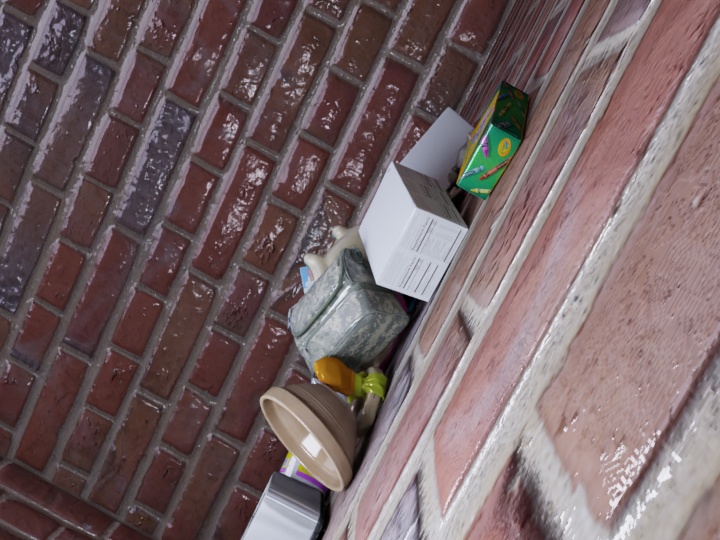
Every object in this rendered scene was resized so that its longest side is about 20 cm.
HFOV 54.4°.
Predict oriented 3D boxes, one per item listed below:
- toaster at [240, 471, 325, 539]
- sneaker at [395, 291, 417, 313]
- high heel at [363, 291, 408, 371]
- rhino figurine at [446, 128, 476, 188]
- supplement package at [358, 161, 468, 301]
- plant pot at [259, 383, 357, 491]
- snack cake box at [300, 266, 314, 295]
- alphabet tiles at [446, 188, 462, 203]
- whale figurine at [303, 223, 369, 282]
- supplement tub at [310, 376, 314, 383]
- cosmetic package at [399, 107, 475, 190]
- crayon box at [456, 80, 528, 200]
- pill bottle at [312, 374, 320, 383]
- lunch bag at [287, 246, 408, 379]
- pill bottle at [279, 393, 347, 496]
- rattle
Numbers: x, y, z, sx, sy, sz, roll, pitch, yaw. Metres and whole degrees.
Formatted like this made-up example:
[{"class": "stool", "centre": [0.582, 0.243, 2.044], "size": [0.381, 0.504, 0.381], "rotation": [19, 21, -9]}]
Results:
[{"class": "toaster", "centre": [-0.142, 0.466, 1.195], "size": [0.184, 0.116, 0.200], "rotation": [-64, 1, -4]}, {"class": "sneaker", "centre": [0.120, -0.007, 1.393], "size": [0.204, 0.072, 0.082], "rotation": [-68, 18, 9]}, {"class": "high heel", "centre": [0.037, 0.135, 1.352], "size": [0.096, 0.066, 0.203], "rotation": [-50, -14, -46]}, {"class": "rhino figurine", "centre": [0.231, -0.246, 1.358], "size": [0.203, 0.059, 0.087], "rotation": [-61, -10, -1]}, {"class": "supplement package", "centre": [0.088, -0.074, 1.271], "size": [0.158, 0.108, 0.201], "rotation": [-63, 22, 24]}, {"class": "plant pot", "centre": [-0.068, 0.255, 1.156], "size": [0.092, 0.201, 0.202], "rotation": [-39, -9, -25]}, {"class": "snack cake box", "centre": [-0.072, 0.089, 1.487], "size": [0.202, 0.065, 0.117], "rotation": [79, 179, -56]}, {"class": "alphabet tiles", "centre": [0.140, -0.111, 1.498], "size": [0.194, 0.015, 0.200], "rotation": [-38, -6, -7]}, {"class": "whale figurine", "centre": [-0.023, -0.012, 1.414], "size": [0.196, 0.162, 0.104], "rotation": [-19, -19, -29]}, {"class": "supplement tub", "centre": [-0.056, 0.264, 1.717], "size": [0.125, 0.120, 0.200], "rotation": [-63, 0, 5]}, {"class": "cosmetic package", "centre": [0.163, -0.227, 1.616], "size": [0.200, 0.122, 0.200], "rotation": [-50, -3, -22]}, {"class": "crayon box", "centre": [0.223, -0.220, 1.169], "size": [0.120, 0.057, 0.201], "rotation": [-63, 2, 36]}, {"class": "pill bottle", "centre": [-0.044, 0.223, 1.485], "size": [0.202, 0.108, 0.112], "rotation": [81, -149, -56]}, {"class": "lunch bag", "centre": [-0.036, 0.080, 1.281], "size": [0.137, 0.170, 0.201], "rotation": [13, -52, -46]}, {"class": "pill bottle", "centre": [-0.080, 0.344, 1.383], "size": [0.203, 0.102, 0.105], "rotation": [-65, 2, -28]}, {"class": "rattle", "centre": [-0.038, 0.232, 1.267], "size": [0.200, 0.139, 0.134], "rotation": [145, 129, -71]}]
